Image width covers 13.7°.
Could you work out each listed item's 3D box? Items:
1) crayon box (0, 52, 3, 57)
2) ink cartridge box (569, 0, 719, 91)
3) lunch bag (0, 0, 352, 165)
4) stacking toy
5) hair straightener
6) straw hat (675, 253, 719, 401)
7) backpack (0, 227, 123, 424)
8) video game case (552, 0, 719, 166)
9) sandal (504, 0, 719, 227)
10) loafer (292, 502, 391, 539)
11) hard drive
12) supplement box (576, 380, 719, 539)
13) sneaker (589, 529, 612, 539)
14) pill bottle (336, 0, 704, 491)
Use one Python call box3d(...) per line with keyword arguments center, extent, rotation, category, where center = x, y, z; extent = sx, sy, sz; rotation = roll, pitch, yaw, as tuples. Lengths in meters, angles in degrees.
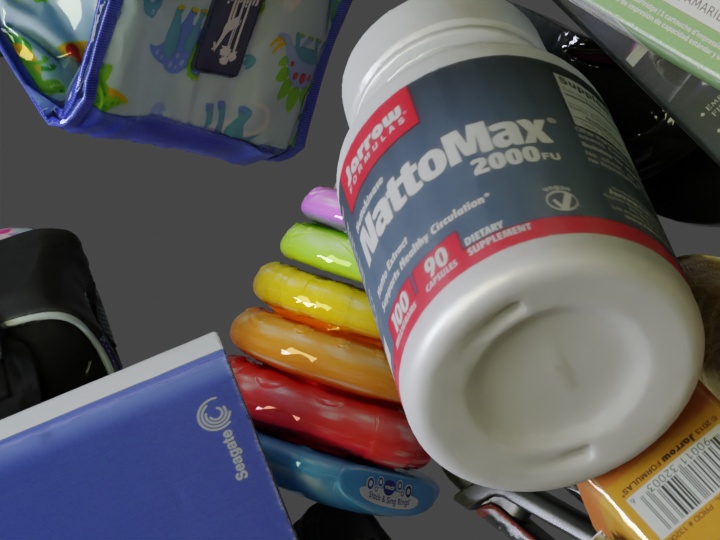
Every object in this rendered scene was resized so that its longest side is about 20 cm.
box3d(center=(-0.273, -0.159, 1.554), extent=(0.199, 0.051, 0.128), rotation=(-9, 82, 35), category="crayon box")
box3d(center=(0.177, -0.169, 1.196), extent=(0.145, 0.048, 0.201), rotation=(35, 92, 39), category="ink cartridge box")
box3d(center=(-0.092, -0.153, 1.353), extent=(0.127, 0.170, 0.202), rotation=(-11, 80, 34), category="lunch bag")
box3d(center=(0.000, 0.000, 1.324), extent=(0.109, 0.116, 0.201), rotation=(18, 90, 34), category="stacking toy")
box3d(center=(0.109, 0.105, 1.281), extent=(0.200, 0.041, 0.077), rotation=(40, 109, 35), category="hair straightener")
box3d(center=(0.209, 0.054, 1.173), extent=(0.085, 0.202, 0.201), rotation=(-33, 62, -16), category="straw hat")
box3d(center=(-0.175, 0.090, 1.310), extent=(0.176, 0.151, 0.201), rotation=(-17, 117, -1), category="backpack")
box3d(center=(0.176, -0.112, 1.210), extent=(0.143, 0.019, 0.200), rotation=(-45, 51, 6), category="video game case")
box3d(center=(0.106, -0.068, 1.282), extent=(0.200, 0.048, 0.076), rotation=(17, 96, 36), category="sandal")
box3d(center=(0.017, 0.168, 1.287), extent=(0.063, 0.071, 0.201), rotation=(-60, 32, 36), category="loafer")
box3d(center=(-0.130, 0.118, 1.242), extent=(0.199, 0.133, 0.025), rotation=(-22, 34, -4), category="hard drive")
box3d(center=(0.168, 0.134, 1.158), extent=(0.069, 0.067, 0.200), rotation=(-36, 60, -7), category="supplement box")
box3d(center=(0.110, 0.188, 1.212), extent=(0.099, 0.070, 0.201), rotation=(33, 147, 24), category="sneaker")
box3d(center=(0.054, -0.020, 1.197), extent=(0.120, 0.119, 0.201), rotation=(-48, 35, 23), category="pill bottle")
